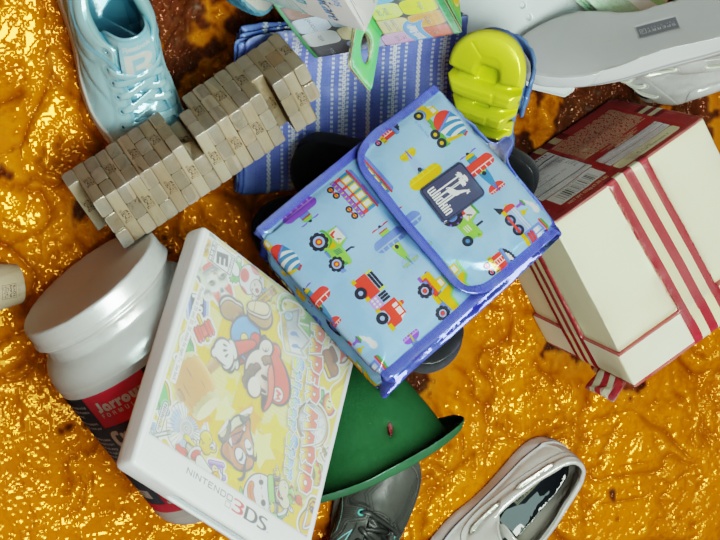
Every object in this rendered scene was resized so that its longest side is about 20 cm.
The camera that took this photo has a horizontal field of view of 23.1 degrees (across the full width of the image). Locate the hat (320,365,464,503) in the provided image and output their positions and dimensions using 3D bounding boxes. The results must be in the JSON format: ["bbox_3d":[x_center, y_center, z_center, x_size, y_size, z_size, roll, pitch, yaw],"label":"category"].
[{"bbox_3d":[-0.018,0.075,1.435,0.165,0.200,0.177,-21,94,23],"label":"hat"}]

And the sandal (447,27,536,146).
[{"bbox_3d":[0.101,-0.116,1.434,0.079,0.087,0.201,23,124,8],"label":"sandal"}]

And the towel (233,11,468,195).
[{"bbox_3d":[-0.008,-0.135,1.426,0.199,0.024,0.146,-7,118,-18],"label":"towel"}]

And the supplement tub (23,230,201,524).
[{"bbox_3d":[-0.154,0.084,1.369,0.140,0.140,0.200,-39,111,-9],"label":"supplement tub"}]

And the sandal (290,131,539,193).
[{"bbox_3d":[0.042,-0.066,1.397,0.198,0.043,0.077,3,122,9],"label":"sandal"}]

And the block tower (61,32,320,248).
[{"bbox_3d":[-0.126,-0.097,1.344,0.199,0.058,0.054,-34,134,-5],"label":"block tower"}]

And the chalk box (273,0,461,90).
[{"bbox_3d":[0.003,-0.239,1.316,0.123,0.124,0.202,-9,75,12],"label":"chalk box"}]

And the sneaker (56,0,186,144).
[{"bbox_3d":[-0.181,-0.159,1.343,0.074,0.082,0.201,-28,110,-12],"label":"sneaker"}]

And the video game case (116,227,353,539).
[{"bbox_3d":[-0.086,0.098,1.315,0.182,0.023,0.201,39,51,-35],"label":"video game case"}]

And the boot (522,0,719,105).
[{"bbox_3d":[0.230,-0.169,1.476,0.198,0.074,0.096,-9,146,4],"label":"boot"}]

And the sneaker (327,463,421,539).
[{"bbox_3d":[0.000,0.246,1.493,0.075,0.079,0.201,31,87,-23],"label":"sneaker"}]

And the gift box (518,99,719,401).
[{"bbox_3d":[0.225,-0.012,1.467,0.184,0.200,0.187,-33,111,-6],"label":"gift box"}]

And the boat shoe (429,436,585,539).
[{"bbox_3d":[0.124,0.236,1.543,0.200,0.066,0.072,-45,112,-7],"label":"boat shoe"}]

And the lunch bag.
[{"bbox_3d":[0.043,-0.029,1.334,0.200,0.094,0.151,-41,81,-8],"label":"lunch bag"}]

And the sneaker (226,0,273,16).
[{"bbox_3d":[-0.115,-0.287,1.348,0.081,0.076,0.201,-36,112,-12],"label":"sneaker"}]

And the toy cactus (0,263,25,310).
[{"bbox_3d":[-0.333,0.019,1.324,0.164,0.102,0.202,-10,95,-29],"label":"toy cactus"}]

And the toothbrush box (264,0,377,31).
[{"bbox_3d":[-0.067,-0.272,1.232,0.199,0.085,0.147,20,82,17],"label":"toothbrush box"}]

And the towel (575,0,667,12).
[{"bbox_3d":[0.239,-0.306,1.482,0.152,0.023,0.201,33,82,-38],"label":"towel"}]

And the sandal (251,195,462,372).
[{"bbox_3d":[0.001,0.000,1.403,0.200,0.043,0.076,35,66,16],"label":"sandal"}]

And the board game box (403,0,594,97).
[{"bbox_3d":[0.108,-0.263,1.462,0.199,0.026,0.201,11,97,-22],"label":"board game box"}]
